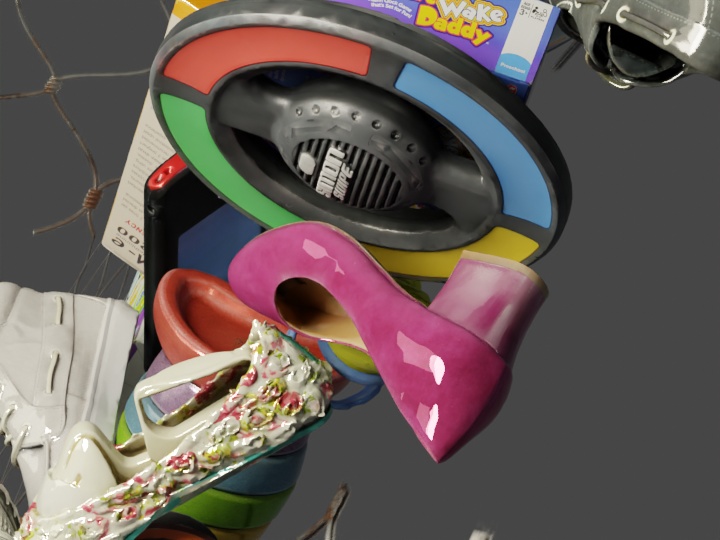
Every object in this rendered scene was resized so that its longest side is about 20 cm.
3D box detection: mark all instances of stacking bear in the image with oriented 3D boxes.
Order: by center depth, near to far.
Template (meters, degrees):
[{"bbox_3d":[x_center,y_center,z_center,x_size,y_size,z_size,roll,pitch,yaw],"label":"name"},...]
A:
[{"bbox_3d":[-0.094,0.120,1.236,0.114,0.121,0.200,-72,4,-69],"label":"stacking bear"}]

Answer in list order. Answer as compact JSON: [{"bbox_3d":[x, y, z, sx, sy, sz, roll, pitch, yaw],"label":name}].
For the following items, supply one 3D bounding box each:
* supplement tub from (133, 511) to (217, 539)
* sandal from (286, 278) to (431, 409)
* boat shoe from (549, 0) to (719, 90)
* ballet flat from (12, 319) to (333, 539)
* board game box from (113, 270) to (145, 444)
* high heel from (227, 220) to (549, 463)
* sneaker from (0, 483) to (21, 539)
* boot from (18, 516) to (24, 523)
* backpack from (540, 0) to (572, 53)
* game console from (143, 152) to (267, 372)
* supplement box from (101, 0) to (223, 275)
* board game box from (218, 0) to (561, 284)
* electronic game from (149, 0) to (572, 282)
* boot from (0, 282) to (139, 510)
[{"bbox_3d":[-0.104,0.195,1.086,0.107,0.107,0.200,-58,11,16],"label":"supplement tub"},{"bbox_3d":[0.000,0.000,1.174,0.087,0.079,0.200,-58,10,39],"label":"sandal"},{"bbox_3d":[0.119,-0.107,0.920,0.057,0.069,0.200,-63,14,-4],"label":"boat shoe"},{"bbox_3d":[-0.107,0.090,1.090,0.200,0.064,0.076,-33,19,-1],"label":"ballet flat"},{"bbox_3d":[-0.102,0.034,1.460,0.103,0.105,0.200,-53,14,39],"label":"board game box"},{"bbox_3d":[-0.007,0.036,1.001,0.200,0.067,0.096,10,59,41],"label":"high heel"},{"bbox_3d":[-0.194,0.177,1.126,0.078,0.200,0.082,-27,9,-11],"label":"sneaker"},{"bbox_3d":[-0.197,0.237,1.248,0.200,0.070,0.146,36,118,38],"label":"boot"},{"bbox_3d":[0.054,-0.179,1.083,0.200,0.154,0.176,-18,-8,-37],"label":"backpack"},{"bbox_3d":[-0.061,-0.035,1.297,0.177,0.031,0.200,-42,-23,-29],"label":"game console"},{"bbox_3d":[-0.076,-0.095,1.340,0.126,0.073,0.200,-40,-21,-48],"label":"supplement box"},{"bbox_3d":[0.008,-0.076,1.034,0.200,0.134,0.045,105,-174,-63],"label":"board game box"},{"bbox_3d":[-0.001,-0.055,0.983,0.200,0.200,0.042,-41,24,61],"label":"electronic game"},{"bbox_3d":[-0.188,0.090,1.233,0.200,0.095,0.074,-84,8,-47],"label":"boot"}]
